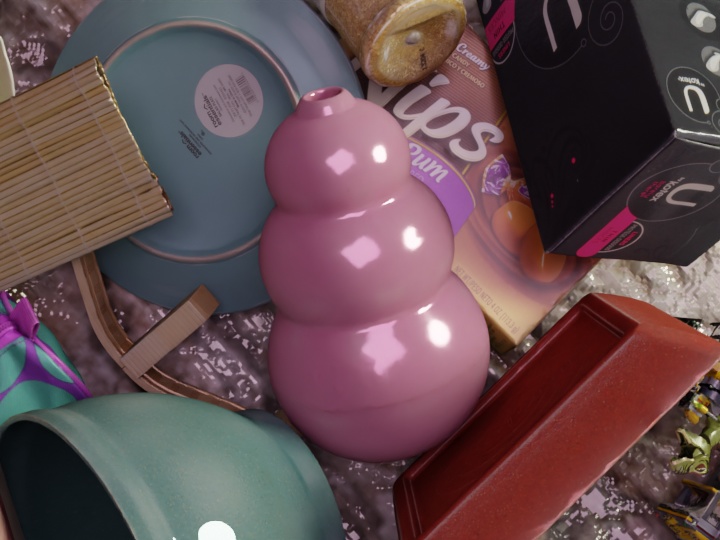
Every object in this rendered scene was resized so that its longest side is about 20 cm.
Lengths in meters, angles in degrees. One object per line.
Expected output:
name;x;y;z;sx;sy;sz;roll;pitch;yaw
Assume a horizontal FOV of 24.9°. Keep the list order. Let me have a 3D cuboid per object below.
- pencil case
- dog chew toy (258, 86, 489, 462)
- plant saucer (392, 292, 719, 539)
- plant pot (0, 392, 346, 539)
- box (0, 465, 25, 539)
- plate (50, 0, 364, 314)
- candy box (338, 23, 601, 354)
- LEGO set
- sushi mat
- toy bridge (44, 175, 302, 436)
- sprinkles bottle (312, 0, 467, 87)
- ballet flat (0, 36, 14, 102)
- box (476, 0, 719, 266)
pencil case;-0.248;0.098;0.898;0.199;0.093;0.085;-37;60;-10
dog chew toy;0.000;0.000;0.881;0.123;0.125;0.202;-15;112;-6
plant saucer;0.086;0.085;0.850;0.200;0.200;0.037;-45;94;3
plant pot;-0.092;0.150;0.865;0.133;0.200;0.202;-20;82;-34
box;-0.241;0.118;0.801;0.127;0.109;0.202;-18;93;-9
plate;-0.093;-0.074;0.934;0.198;0.026;0.202;1;97;12
candy box;0.057;-0.064;0.963;0.117;0.056;0.200;-43;87;-9
LEGO set;0.197;0.104;0.888;0.153;0.200;0.116;37;82;-18
sushi mat;-0.205;-0.037;0.905;0.199;0.012;0.096;-22;107;20
toy bridge;-0.110;0.036;0.935;0.067;0.027;0.200;-38;98;25
sprinkles bottle;-0.017;-0.194;0.935;0.068;0.068;0.201;-29;60;-8
ballet flat;-0.233;-0.128;0.902;0.065;0.201;0.070;-39;54;-24
box;0.150;-0.120;0.902;0.105;0.122;0.202;4;58;-30
